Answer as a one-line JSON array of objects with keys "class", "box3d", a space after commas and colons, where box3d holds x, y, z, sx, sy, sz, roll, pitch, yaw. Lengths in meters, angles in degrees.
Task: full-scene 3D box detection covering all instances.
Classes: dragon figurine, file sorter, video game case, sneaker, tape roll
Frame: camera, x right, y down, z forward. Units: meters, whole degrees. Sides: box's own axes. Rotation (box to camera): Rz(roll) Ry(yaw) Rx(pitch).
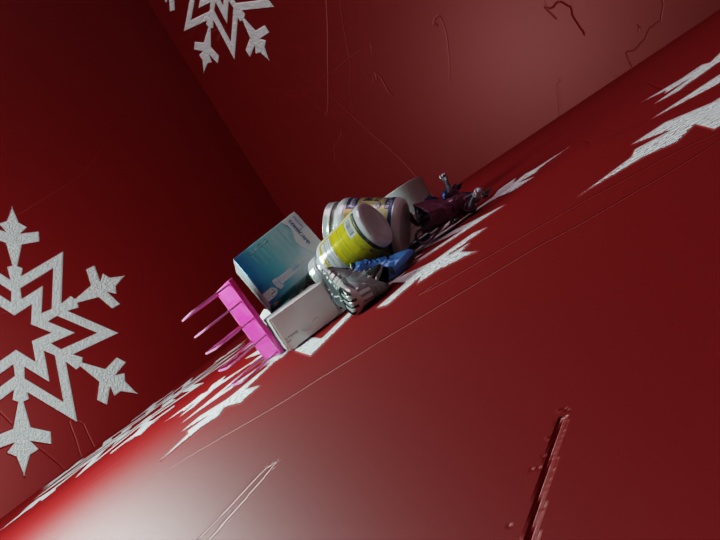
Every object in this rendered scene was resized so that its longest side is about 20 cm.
[{"class": "dragon figurine", "box3d": [0.244, -0.188, 1.449, 0.198, 0.101, 0.059, -35, 4, -2]}, {"class": "file sorter", "box3d": [-0.296, 0.148, 1.291, 0.125, 0.202, 0.138, -38, 6, -29]}, {"class": "video game case", "box3d": [0.126, -0.063, 1.558, 0.141, 0.019, 0.200, -35, 3, 6]}, {"class": "sneaker", "box3d": [-0.001, 0.023, 1.129, 0.114, 0.077, 0.200, -26, 23, -13]}, {"class": "sneaker", "box3d": [0.027, 0.000, 1.215, 0.198, 0.079, 0.066, -33, 2, 1]}, {"class": "tape roll", "box3d": [0.135, -0.168, 1.708, 0.200, 0.141, 0.203, -32, -2, -1]}]

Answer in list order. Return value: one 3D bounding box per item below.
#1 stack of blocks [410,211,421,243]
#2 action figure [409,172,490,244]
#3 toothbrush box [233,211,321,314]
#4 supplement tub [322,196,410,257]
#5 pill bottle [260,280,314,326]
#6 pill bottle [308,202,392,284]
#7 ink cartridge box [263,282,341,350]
[{"class": "stack of blocks", "box3d": [0.106, -0.093, 1.512, 0.198, 0.059, 0.115, -35, 4, -3]}, {"class": "action figure", "box3d": [0.224, -0.144, 1.358, 0.195, 0.152, 0.135, -18, 36, -8]}, {"class": "toothbrush box", "box3d": [-0.190, -0.020, 1.389, 0.199, 0.147, 0.086, -41, -11, -19]}, {"class": "supplement tub", "box3d": [0.017, -0.106, 1.389, 0.195, 0.148, 0.144, 2, 16, 17]}, {"class": "pill bottle", "box3d": [-0.180, 0.064, 1.485, 0.203, 0.112, 0.114, -62, 9, -9]}, {"class": "pill bottle", "box3d": [-0.028, -0.048, 1.283, 0.199, 0.113, 0.112, -42, -1, 29]}, {"class": "ink cartridge box", "box3d": [-0.137, 0.104, 1.287, 0.144, 0.085, 0.200, -36, 4, -14]}]
